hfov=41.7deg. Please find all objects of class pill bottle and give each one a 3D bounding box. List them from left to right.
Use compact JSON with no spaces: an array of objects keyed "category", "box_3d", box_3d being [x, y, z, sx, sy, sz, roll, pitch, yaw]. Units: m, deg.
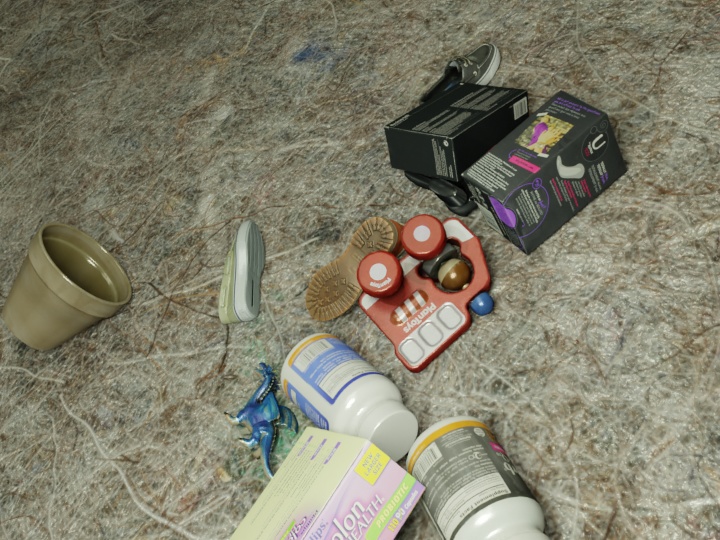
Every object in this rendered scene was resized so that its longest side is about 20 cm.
[{"category":"pill bottle","box_3d":[-0.013,0.175,1.272,0.112,0.112,0.200,-44,43,-10]},{"category":"pill bottle","box_3d":[0.139,0.272,1.081,0.116,0.117,0.200,-33,42,1]}]

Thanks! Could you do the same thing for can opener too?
[{"category":"can opener","box_3d":[0.132,-0.144,1.512,0.063,0.079,0.200,-45,33,0]}]

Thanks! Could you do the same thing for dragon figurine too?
[{"category":"dragon figurine","box_3d":[-0.129,0.213,1.350,0.099,0.059,0.200,-38,40,-3]}]

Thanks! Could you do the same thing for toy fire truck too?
[{"category":"toy fire truck","box_3d":[0.100,0.028,1.354,0.200,0.112,0.168,-40,66,-5]}]

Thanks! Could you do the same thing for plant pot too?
[{"category":"plant pot","box_3d":[-0.542,0.044,1.695,0.174,0.200,0.200,-44,40,13]}]

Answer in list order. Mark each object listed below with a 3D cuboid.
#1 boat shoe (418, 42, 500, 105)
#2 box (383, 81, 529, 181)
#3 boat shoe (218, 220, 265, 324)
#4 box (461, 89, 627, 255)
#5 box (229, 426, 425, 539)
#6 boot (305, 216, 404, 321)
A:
[{"category":"boat shoe","box_3d":[0.170,-0.340,1.661,0.200,0.066,0.070,-47,43,-13]},{"category":"box","box_3d":[0.157,-0.226,1.509,0.141,0.079,0.200,20,42,40]},{"category":"boat shoe","box_3d":[-0.204,0.000,1.586,0.062,0.072,0.201,-14,48,18]},{"category":"box","box_3d":[0.268,-0.143,1.375,0.200,0.123,0.106,-39,41,-6]},{"category":"box","box_3d":[-0.044,0.293,1.131,0.176,0.097,0.200,-54,16,-18]},{"category":"boot","box_3d":[0.000,0.000,1.461,0.075,0.107,0.200,48,110,12]}]
